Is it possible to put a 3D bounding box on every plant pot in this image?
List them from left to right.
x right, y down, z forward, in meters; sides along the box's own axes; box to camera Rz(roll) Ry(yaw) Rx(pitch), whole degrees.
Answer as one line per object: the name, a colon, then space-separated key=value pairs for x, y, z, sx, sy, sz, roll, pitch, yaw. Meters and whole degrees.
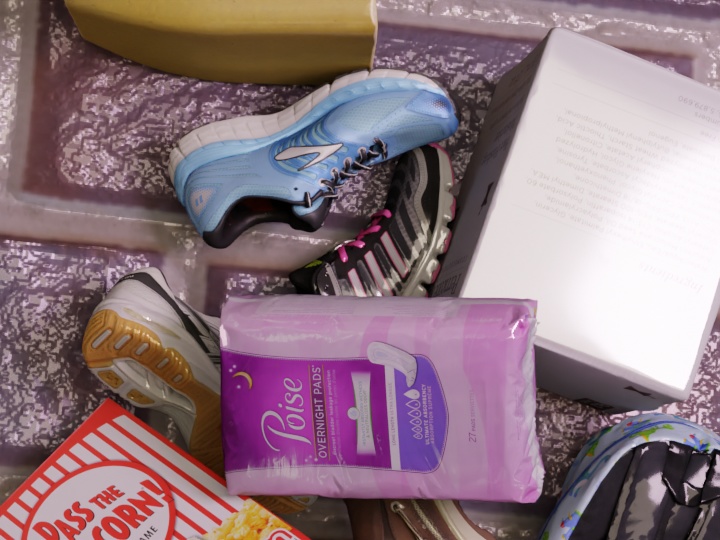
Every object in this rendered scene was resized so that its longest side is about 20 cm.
plant pot: x=-0.096 y=-0.226 z=1.362 sx=0.199 sy=0.194 sz=0.197 roll=-4 pitch=84 yaw=-2

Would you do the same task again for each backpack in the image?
backpack: x=0.184 y=0.193 z=1.384 sx=0.163 sy=0.154 sz=0.201 roll=20 pitch=108 yaw=-2

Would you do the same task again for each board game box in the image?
board game box: x=-0.140 y=0.188 z=1.308 sx=0.200 sy=0.046 sz=0.152 roll=30 pitch=66 yaw=34

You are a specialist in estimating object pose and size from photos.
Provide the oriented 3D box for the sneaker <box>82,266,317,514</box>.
sneaker: x=-0.092 y=0.075 z=1.381 sx=0.076 sy=0.088 sz=0.200 roll=-31 pitch=114 yaw=30

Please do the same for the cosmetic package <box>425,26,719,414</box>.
cosmetic package: x=0.152 y=-0.026 z=1.385 sx=0.164 sy=0.165 sz=0.201 roll=21 pitch=80 yaw=-5

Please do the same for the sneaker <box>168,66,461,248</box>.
sneaker: x=-0.024 y=-0.065 z=1.386 sx=0.199 sy=0.078 sz=0.090 roll=-20 pitch=61 yaw=7

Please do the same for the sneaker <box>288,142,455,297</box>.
sneaker: x=0.000 y=0.000 z=1.403 sx=0.087 sy=0.074 sz=0.201 roll=21 pitch=85 yaw=-12

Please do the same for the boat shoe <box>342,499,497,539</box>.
boat shoe: x=0.023 y=0.163 z=1.330 sx=0.075 sy=0.075 sz=0.202 roll=-33 pitch=68 yaw=-32

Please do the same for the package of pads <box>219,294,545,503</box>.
package of pads: x=0.013 y=0.076 z=1.272 sx=0.199 sy=0.076 sz=0.121 roll=1 pitch=103 yaw=15
